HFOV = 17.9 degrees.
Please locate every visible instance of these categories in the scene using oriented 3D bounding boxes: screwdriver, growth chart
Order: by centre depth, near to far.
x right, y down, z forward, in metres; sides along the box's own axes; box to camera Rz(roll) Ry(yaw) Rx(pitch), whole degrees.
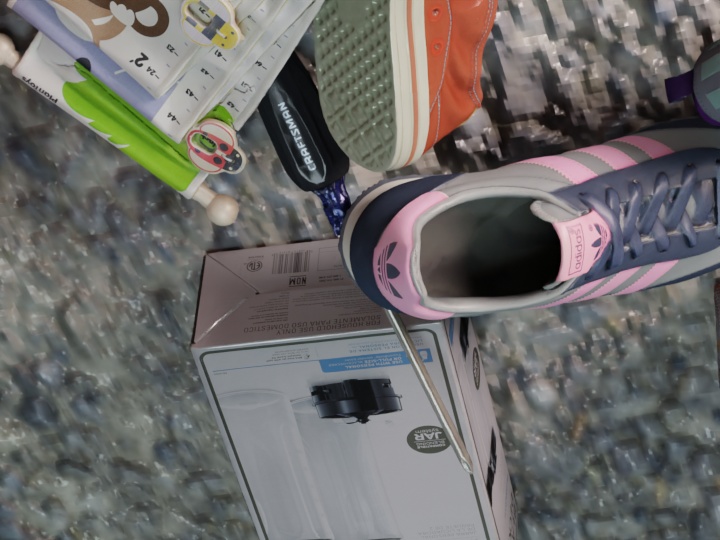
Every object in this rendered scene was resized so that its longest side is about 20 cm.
[{"bbox_3d":[-0.078,-0.116,0.873,0.144,0.018,0.200,31,136,0],"label":"growth chart"},{"bbox_3d":[0.000,0.000,0.943,0.029,0.028,0.201,-25,102,-16],"label":"screwdriver"}]

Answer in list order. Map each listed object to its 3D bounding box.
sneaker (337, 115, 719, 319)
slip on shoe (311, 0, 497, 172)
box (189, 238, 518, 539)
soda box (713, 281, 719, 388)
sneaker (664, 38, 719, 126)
[{"bbox_3d":[0.095,-0.015,0.909,0.199,0.082,0.070,-13,103,-8],"label":"sneaker"},{"bbox_3d":[0.020,-0.132,0.851,0.061,0.074,0.201,-27,133,-32],"label":"slip on shoe"},{"bbox_3d":[0.003,0.077,1.053,0.116,0.060,0.200,-5,134,9],"label":"box"},{"bbox_3d":[0.237,0.074,1.026,0.063,0.069,0.200,-27,126,28],"label":"soda box"},{"bbox_3d":[0.223,-0.071,0.905,0.199,0.075,0.087,11,170,-20],"label":"sneaker"}]
